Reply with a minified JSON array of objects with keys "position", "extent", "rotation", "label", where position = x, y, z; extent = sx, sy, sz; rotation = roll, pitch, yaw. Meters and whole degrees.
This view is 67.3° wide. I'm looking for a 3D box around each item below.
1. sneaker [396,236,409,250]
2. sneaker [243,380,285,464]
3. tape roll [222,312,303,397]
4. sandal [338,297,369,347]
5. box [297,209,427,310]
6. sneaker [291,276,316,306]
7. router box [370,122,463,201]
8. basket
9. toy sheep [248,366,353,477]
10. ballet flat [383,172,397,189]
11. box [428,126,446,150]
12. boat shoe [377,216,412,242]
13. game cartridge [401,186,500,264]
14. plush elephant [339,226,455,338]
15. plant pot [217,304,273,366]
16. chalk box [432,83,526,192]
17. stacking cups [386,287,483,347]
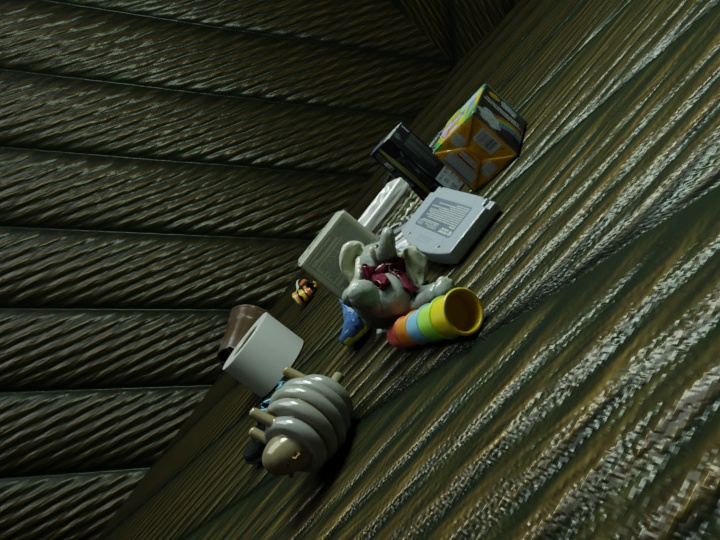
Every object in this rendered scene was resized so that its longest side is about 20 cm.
[{"position":[0.116,-0.052,1.096],"extent":[0.200,0.072,0.073],"rotation":[-39,56,18],"label":"sneaker"},{"position":[-0.179,0.300,1.073],"extent":[0.200,0.082,0.073],"rotation":[-50,12,14],"label":"sneaker"},{"position":[-0.276,0.240,1.543],"extent":[0.203,0.139,0.203],"rotation":[-49,10,11],"label":"tape roll"},{"position":[-0.014,0.077,1.119],"extent":[0.079,0.087,0.200],"rotation":[-43,15,31],"label":"sandal"},{"position":[0.000,0.000,0.995],"extent":[0.128,0.200,0.109],"rotation":[-51,10,-2],"label":"box"},{"position":[-0.199,0.066,2.057],"extent":[0.090,0.070,0.200],"rotation":[-33,15,14],"label":"sneaker"},{"position":[0.131,-0.242,1.270],"extent":[0.052,0.200,0.157],"rotation":[-53,11,-11],"label":"router box"},{"position":[0.065,-0.101,1.283],"extent":[0.200,0.123,0.136],"rotation":[-53,11,-5],"label":"basket"},{"position":[-0.078,0.214,0.792],"extent":[0.138,0.138,0.200],"rotation":[-41,8,44],"label":"toy sheep"},{"position":[0.089,-0.220,1.435],"extent":[0.200,0.068,0.069],"rotation":[89,-159,-68],"label":"ballet flat"},{"position":[0.228,-0.297,1.358],"extent":[0.164,0.086,0.200],"rotation":[-54,11,-15],"label":"box"},{"position":[0.092,-0.081,1.166],"extent":[0.200,0.074,0.060],"rotation":[-42,55,17],"label":"boat shoe"},{"position":[0.151,-0.081,0.969],"extent":[0.133,0.041,0.200],"rotation":[-55,25,2],"label":"game cartridge"},{"position":[0.043,0.007,0.868],"extent":[0.200,0.164,0.156],"rotation":[108,156,-65],"label":"plush elephant"},{"position":[-0.437,0.270,2.054],"extent":[0.200,0.200,0.199],"rotation":[-43,22,39],"label":"plant pot"},{"position":[0.250,-0.283,1.112],"extent":[0.124,0.125,0.200],"rotation":[-42,13,41],"label":"chalk box"},{"position":[0.089,0.071,0.750],"extent":[0.061,0.060,0.200],"rotation":[-56,11,-24],"label":"stacking cups"}]
